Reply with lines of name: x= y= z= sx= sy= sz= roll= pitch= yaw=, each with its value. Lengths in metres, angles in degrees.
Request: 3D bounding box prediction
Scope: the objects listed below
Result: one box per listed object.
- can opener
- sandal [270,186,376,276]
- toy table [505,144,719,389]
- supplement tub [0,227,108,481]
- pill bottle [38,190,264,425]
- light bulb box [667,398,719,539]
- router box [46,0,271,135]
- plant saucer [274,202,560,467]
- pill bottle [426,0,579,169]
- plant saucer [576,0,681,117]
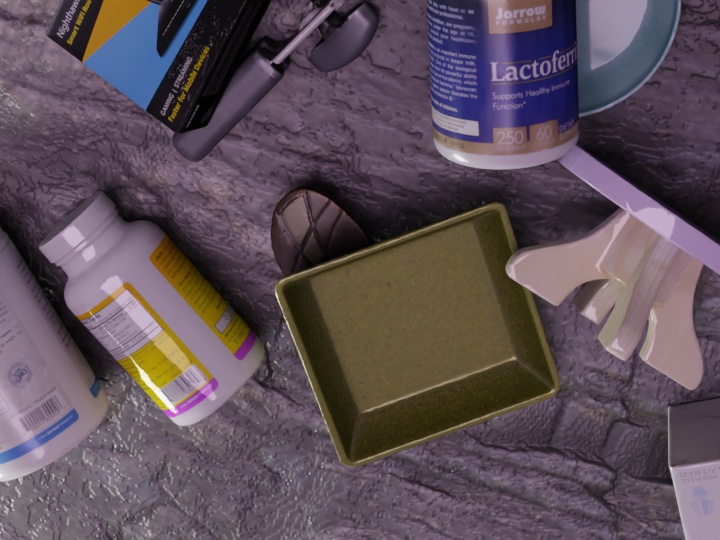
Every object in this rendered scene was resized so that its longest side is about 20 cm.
can opener: x=-0.068 y=-0.155 z=1.754 sx=0.067 sy=0.053 sz=0.200 roll=42 pitch=114 yaw=-9
sandal: x=0.000 y=0.000 z=1.814 sx=0.200 sy=0.055 sz=0.082 roll=37 pitch=110 yaw=-24
toy table: x=0.220 y=0.000 z=1.719 sx=0.200 sy=0.184 sz=0.117 roll=34 pitch=97 yaw=3
supplement tub: x=-0.319 y=0.069 z=1.849 sx=0.132 sy=0.132 sz=0.200 roll=-24 pitch=106 yaw=18
pill bottle: x=-0.181 y=0.030 z=1.824 sx=0.104 sy=0.104 sz=0.200 roll=-36 pitch=103 yaw=21
light bulb box: x=0.373 y=0.210 z=1.800 sx=0.198 sy=0.125 sz=0.201 roll=-11 pitch=110 yaw=13
router box: x=-0.148 y=-0.233 z=1.710 sx=0.149 sy=0.051 sz=0.200 roll=36 pitch=115 yaw=15
plant saucer: x=0.047 y=0.047 z=1.787 sx=0.199 sy=0.048 sz=0.200 roll=-20 pitch=120 yaw=1
pill bottle: x=0.108 y=-0.188 z=1.637 sx=0.115 sy=0.116 sz=0.201 roll=-1 pitch=113 yaw=10
plant saucer: x=0.155 y=-0.220 z=1.698 sx=0.199 sy=0.036 sz=0.201 roll=4 pitch=114 yaw=9
